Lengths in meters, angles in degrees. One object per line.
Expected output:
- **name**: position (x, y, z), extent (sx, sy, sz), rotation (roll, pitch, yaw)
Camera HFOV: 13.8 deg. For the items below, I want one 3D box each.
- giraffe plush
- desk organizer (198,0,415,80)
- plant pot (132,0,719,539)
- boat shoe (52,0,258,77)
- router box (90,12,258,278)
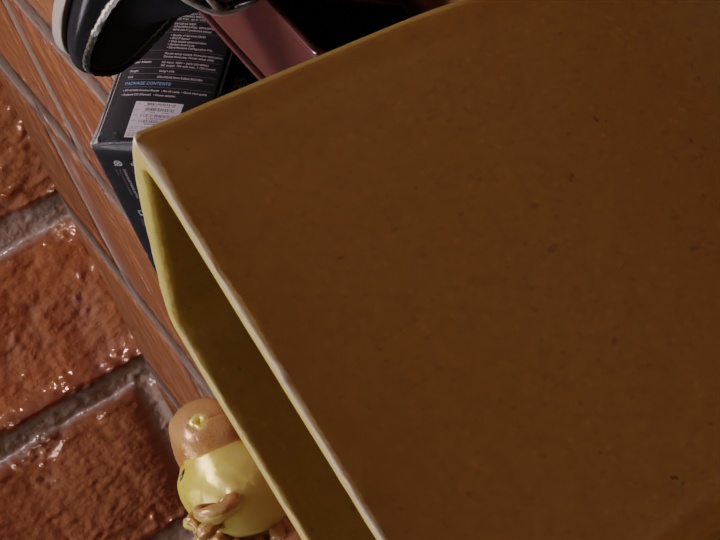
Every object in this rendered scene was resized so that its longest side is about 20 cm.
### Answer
- **giraffe plush**: position (-0.065, 0.127, 2.135), extent (0.200, 0.162, 0.173), rotation (55, 169, 33)
- **desk organizer**: position (-0.022, -0.128, 1.384), extent (0.200, 0.072, 0.077), rotation (49, 164, 50)
- **plant pot**: position (0.066, 0.017, 0.934), extent (0.194, 0.200, 0.196), rotation (58, 172, 14)
- **boat shoe**: position (-0.072, -0.142, 1.315), extent (0.200, 0.072, 0.068), rotation (-44, 69, 39)
- **router box**: position (-0.065, -0.066, 1.554), extent (0.200, 0.062, 0.150), rotation (67, -149, -53)
